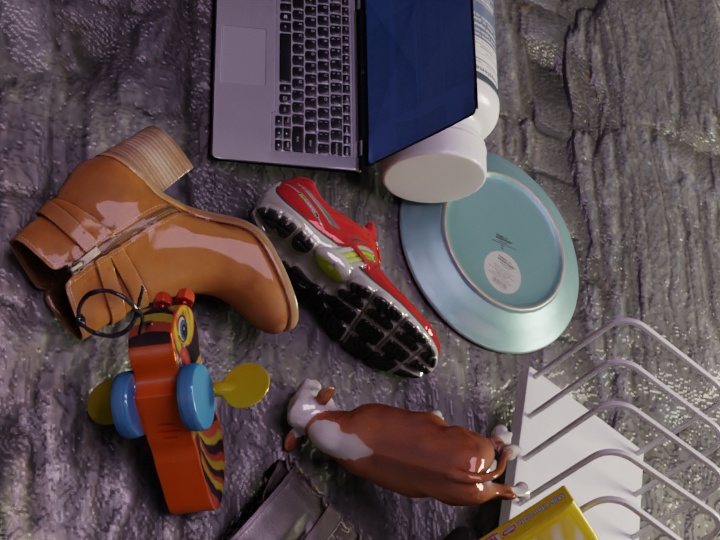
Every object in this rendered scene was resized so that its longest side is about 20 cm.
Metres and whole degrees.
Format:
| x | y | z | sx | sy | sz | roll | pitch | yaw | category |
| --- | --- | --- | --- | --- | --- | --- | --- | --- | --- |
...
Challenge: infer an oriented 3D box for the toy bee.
| x | y | z | sx | sy | sz | roll | pitch | yaw | category |
| --- | --- | --- | --- | --- | --- | --- | --- | --- | --- |
| -0.128 | 0.069 | 1.114 | 0.130 | 0.201 | 0.109 | 10 | 37 | 2 | toy bee |

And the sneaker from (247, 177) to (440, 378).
| x | y | z | sx | sy | sz | roll | pitch | yaw | category |
| --- | --- | --- | --- | --- | --- | --- | --- | --- | --- |
| 0.000 | 0.000 | 1.280 | 0.200 | 0.077 | 0.085 | 46 | 45 | -8 | sneaker |

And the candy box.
| x | y | z | sx | sy | sz | roll | pitch | yaw | category |
| --- | --- | --- | --- | --- | --- | --- | --- | --- | --- |
| 0.153 | 0.255 | 1.161 | 0.102 | 0.026 | 0.200 | -34 | 120 | 0 | candy box |

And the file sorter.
| x | y | z | sx | sy | sz | roll | pitch | yaw | category |
| --- | --- | --- | --- | --- | --- | --- | --- | --- | --- |
| 0.206 | 0.161 | 1.242 | 0.138 | 0.124 | 0.201 | 36 | 40 | -19 | file sorter |

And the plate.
| x | y | z | sx | sy | sz | roll | pitch | yaw | category |
| --- | --- | --- | --- | --- | --- | --- | --- | --- | --- |
| 0.123 | -0.023 | 1.407 | 0.199 | 0.026 | 0.201 | 16 | 59 | -29 | plate |

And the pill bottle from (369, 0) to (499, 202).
| x | y | z | sx | sy | sz | roll | pitch | yaw | category |
| --- | --- | --- | --- | --- | --- | --- | --- | --- | --- |
| 0.061 | -0.167 | 1.372 | 0.119 | 0.119 | 0.201 | 15 | 61 | -28 | pill bottle |

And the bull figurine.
| x | y | z | sx | sy | sz | roll | pitch | yaw | category |
| --- | --- | --- | --- | --- | --- | --- | --- | --- | --- |
| 0.036 | 0.133 | 1.199 | 0.121 | 0.199 | 0.066 | 4 | 101 | -48 | bull figurine |

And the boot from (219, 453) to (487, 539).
| x | y | z | sx | sy | sz | roll | pitch | yaw | category |
| --- | --- | --- | --- | --- | --- | --- | --- | --- | --- |
| -0.005 | 0.207 | 1.179 | 0.174 | 0.069 | 0.200 | 50 | 50 | -2 | boot |

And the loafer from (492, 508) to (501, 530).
| x | y | z | sx | sy | sz | roll | pitch | yaw | category |
| --- | --- | --- | --- | --- | --- | --- | --- | --- | --- |
| 0.129 | 0.255 | 1.242 | 0.067 | 0.076 | 0.201 | 34 | 53 | -8 | loafer |

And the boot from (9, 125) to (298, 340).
| x | y | z | sx | sy | sz | roll | pitch | yaw | category |
| --- | --- | --- | --- | --- | --- | --- | --- | --- | --- |
| -0.154 | 0.005 | 1.178 | 0.200 | 0.074 | 0.155 | 47 | 55 | -2 | boot |

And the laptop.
| x | y | z | sx | sy | sz | roll | pitch | yaw | category |
| --- | --- | --- | --- | --- | --- | --- | --- | --- | --- |
| -0.017 | -0.190 | 1.293 | 0.199 | 0.116 | 0.188 | 4 | 63 | -11 | laptop |
